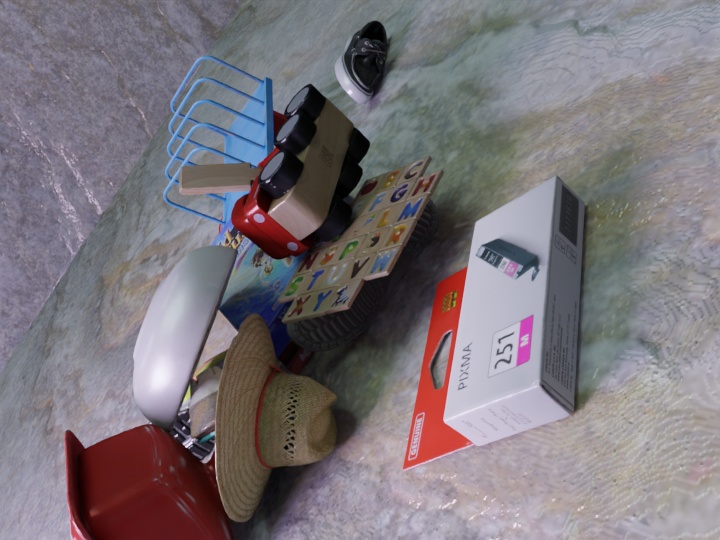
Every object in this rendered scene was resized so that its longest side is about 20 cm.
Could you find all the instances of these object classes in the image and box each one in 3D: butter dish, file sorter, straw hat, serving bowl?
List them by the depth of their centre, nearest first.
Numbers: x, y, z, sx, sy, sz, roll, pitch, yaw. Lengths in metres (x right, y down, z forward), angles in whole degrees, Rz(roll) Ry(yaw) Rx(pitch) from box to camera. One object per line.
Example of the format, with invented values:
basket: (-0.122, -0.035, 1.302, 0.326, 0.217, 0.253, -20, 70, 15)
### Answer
straw hat: (-0.064, 0.137, 0.784, 0.083, 0.204, 0.203, 0, 43, 9)
butter dish: (-0.180, 0.228, 0.815, 0.147, 0.202, 0.199, -33, 22, -11)
serving bowl: (-0.192, 0.062, 0.895, 0.200, 0.065, 0.204, -159, 89, -84)
file sorter: (-0.212, -0.191, 1.261, 0.139, 0.121, 0.203, -44, 39, 39)

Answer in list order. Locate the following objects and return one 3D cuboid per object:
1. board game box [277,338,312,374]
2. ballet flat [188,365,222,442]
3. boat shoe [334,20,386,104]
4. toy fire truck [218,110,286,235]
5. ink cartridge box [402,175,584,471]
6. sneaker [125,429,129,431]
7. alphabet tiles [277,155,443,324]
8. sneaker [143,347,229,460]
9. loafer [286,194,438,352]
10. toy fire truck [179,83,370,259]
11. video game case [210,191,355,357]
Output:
board game box: (-0.037, 0.017, 0.983, 0.202, 0.019, 0.103, -56, 25, -4)
ballet flat: (-0.143, 0.133, 0.863, 0.067, 0.068, 0.200, -26, -8, -7)
boat shoe: (0.012, -0.323, 1.293, 0.066, 0.070, 0.201, -41, 20, 29)
toy fire truck: (-0.169, -0.141, 1.332, 0.202, 0.048, 0.142, -60, 31, 21)
ink cartridge box: (0.095, 0.042, 0.676, 0.172, 0.043, 0.203, -30, 34, 41)
sneaker: (-0.266, 0.266, 1.031, 0.082, 0.078, 0.201, -43, 35, 13)
alphabet tiles: (-0.002, -0.032, 0.837, 0.165, 0.006, 0.202, -16, 36, 48)
sneaker: (-0.188, 0.159, 1.026, 0.199, 0.078, 0.091, -38, 20, 21)
loafer: (0.000, 0.000, 0.883, 0.200, 0.075, 0.070, -45, 20, -3)
toy fire truck: (-0.109, -0.093, 0.939, 0.199, 0.128, 0.178, -32, 31, 37)
video game case: (-0.098, -0.026, 1.007, 0.202, 0.045, 0.181, -54, 43, 1)
